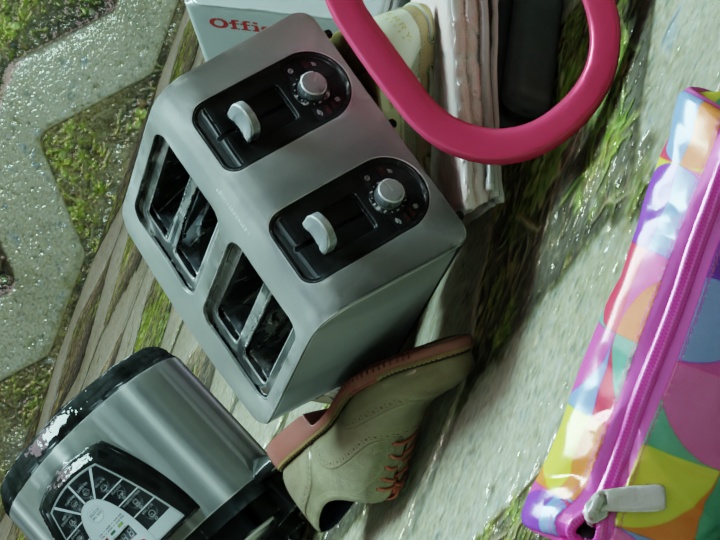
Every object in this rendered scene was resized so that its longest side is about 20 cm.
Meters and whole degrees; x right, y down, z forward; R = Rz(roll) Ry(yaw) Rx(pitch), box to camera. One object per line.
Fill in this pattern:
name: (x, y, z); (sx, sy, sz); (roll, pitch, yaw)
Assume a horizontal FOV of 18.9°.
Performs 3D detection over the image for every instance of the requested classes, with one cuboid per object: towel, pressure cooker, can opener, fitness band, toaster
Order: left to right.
pressure cooker: (-0.139, 0.177, 1.572); (0.178, 0.200, 0.176); (-39, -10, -27)
toaster: (-0.046, -0.026, 1.318); (0.118, 0.181, 0.200); (-27, -17, -26)
towel: (0.059, -0.129, 1.345); (0.191, 0.032, 0.202); (159, 108, -83)
fitness band: (0.062, -0.157, 1.235); (0.143, 0.201, 0.037); (-36, -8, 7)
can opener: (0.093, -0.176, 1.377); (0.053, 0.066, 0.201); (126, 159, -51)

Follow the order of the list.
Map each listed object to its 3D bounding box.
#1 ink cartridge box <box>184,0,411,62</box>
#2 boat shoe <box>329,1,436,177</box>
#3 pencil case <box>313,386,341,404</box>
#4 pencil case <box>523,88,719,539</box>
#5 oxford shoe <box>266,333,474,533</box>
ink cartridge box: (-0.030, -0.161, 1.530); (0.200, 0.144, 0.083); (75, -155, -62)
boat shoe: (0.022, -0.073, 1.357); (0.073, 0.063, 0.202); (35, 143, 42)
pencil case: (0.000, 0.000, 1.466); (0.077, 0.089, 0.202); (15, 84, 37)
pencil case: (0.132, 0.030, 0.853); (0.088, 0.088, 0.202); (-147, 76, -77)
oxford shoe: (0.018, 0.101, 1.345); (0.200, 0.070, 0.075); (-42, 69, 50)
